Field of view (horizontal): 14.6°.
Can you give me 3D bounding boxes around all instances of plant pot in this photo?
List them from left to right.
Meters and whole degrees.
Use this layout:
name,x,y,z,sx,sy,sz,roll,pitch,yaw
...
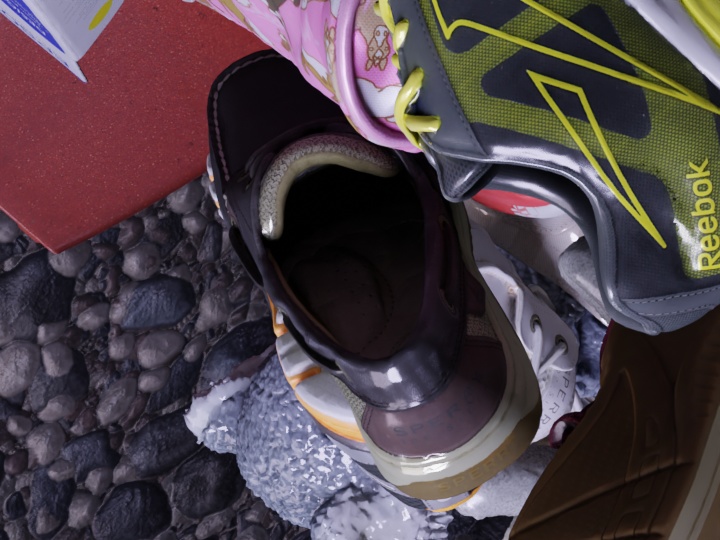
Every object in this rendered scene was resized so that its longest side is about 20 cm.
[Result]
name,x,y,z,sx,sy,sz,roll,pitch,yaw
plant pot,-0.153,-0.130,1.340,0.200,0.176,0.200,44,176,-42

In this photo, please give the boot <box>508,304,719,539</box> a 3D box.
name,x,y,z,sx,sy,sz,roll,pitch,yaw
boot,0.123,0.088,0.808,0.155,0.201,0.073,42,144,-24

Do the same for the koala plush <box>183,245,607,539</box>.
name,x,y,z,sx,sy,sz,roll,pitch,yaw
koala plush,0.022,0.041,1.282,0.177,0.200,0.184,39,177,36

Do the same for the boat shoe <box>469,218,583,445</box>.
name,x,y,z,sx,sy,sz,roll,pitch,yaw
boat shoe,0.053,0.033,1.073,0.069,0.071,0.200,34,178,19

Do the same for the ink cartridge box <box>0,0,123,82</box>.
name,x,y,z,sx,sy,sz,roll,pitch,yaw
ink cartridge box,-0.173,-0.162,1.042,0.197,0.047,0.200,41,178,4

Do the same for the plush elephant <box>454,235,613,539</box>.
name,x,y,z,sx,sy,sz,roll,pitch,yaw
plush elephant,0.102,0.064,0.967,0.200,0.155,0.165,44,177,-31

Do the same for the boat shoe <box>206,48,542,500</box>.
name,x,y,z,sx,sy,sz,roll,pitch,yaw
boat shoe,-0.004,-0.016,0.860,0.066,0.072,0.201,62,180,-43

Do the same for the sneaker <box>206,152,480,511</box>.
name,x,y,z,sx,sy,sz,roll,pitch,yaw
sneaker,0.000,0.000,0.951,0.201,0.078,0.077,-99,-15,-47

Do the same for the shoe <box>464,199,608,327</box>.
name,x,y,z,sx,sy,sz,roll,pitch,yaw
shoe,0.119,0.020,1.114,0.200,0.053,0.070,43,177,-16

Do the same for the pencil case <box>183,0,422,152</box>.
name,x,y,z,sx,sy,sz,roll,pitch,yaw
pencil case,-0.016,-0.101,0.820,0.087,0.083,0.200,47,174,-37

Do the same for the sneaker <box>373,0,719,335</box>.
name,x,y,z,sx,sy,sz,roll,pitch,yaw
sneaker,0.030,-0.066,0.683,0.200,0.085,0.074,42,177,9

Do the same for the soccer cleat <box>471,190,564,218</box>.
name,x,y,z,sx,sy,sz,roll,pitch,yaw
soccer cleat,0.048,-0.056,0.872,0.085,0.069,0.200,33,-175,-26
